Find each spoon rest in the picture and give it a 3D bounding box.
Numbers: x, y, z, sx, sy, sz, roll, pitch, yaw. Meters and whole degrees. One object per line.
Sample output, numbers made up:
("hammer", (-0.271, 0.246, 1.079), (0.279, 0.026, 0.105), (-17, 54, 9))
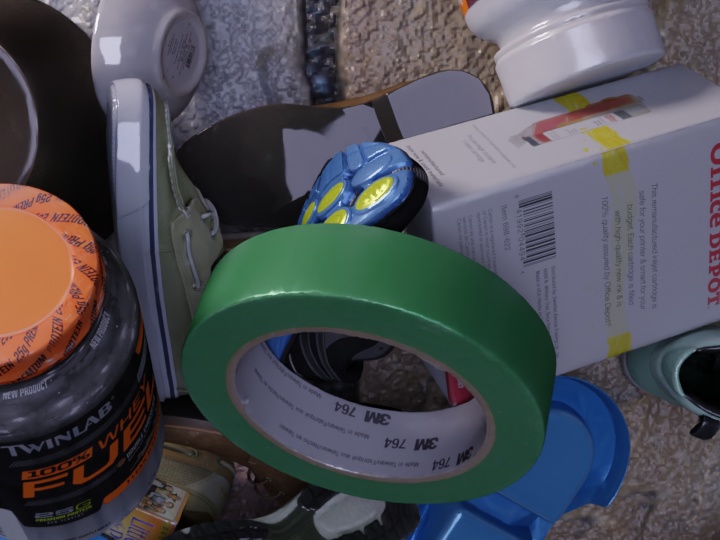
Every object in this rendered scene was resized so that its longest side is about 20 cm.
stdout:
("spoon rest", (-0.118, -0.181, 0.770), (0.060, 0.099, 0.201), (14, 83, 26))

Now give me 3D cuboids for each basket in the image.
("basket", (-0.216, -0.080, 0.715), (0.136, 0.200, 0.181), (-23, 97, 2))

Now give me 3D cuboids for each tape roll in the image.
("tape roll", (0.004, 0.057, 0.679), (0.200, 0.201, 0.048), (19, 54, -3))

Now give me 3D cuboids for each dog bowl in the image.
("dog bowl", (0.089, 0.151, 0.813), (0.111, 0.050, 0.200), (31, 96, -19))

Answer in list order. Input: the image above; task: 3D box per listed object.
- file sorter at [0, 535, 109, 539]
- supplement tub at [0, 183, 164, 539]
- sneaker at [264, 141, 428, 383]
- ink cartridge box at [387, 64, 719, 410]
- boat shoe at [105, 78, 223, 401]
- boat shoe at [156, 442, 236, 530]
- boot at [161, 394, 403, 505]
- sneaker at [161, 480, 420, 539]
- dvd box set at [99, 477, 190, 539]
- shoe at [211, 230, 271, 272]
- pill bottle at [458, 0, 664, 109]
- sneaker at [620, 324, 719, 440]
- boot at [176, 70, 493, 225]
("file sorter", (-0.236, 0.214, 0.748), (0.200, 0.123, 0.139), (32, 137, -11))
("supplement tub", (-0.167, 0.052, 0.634), (0.122, 0.200, 0.123), (1, 59, -2))
("sneaker", (0.000, 0.000, 0.707), (0.082, 0.071, 0.200), (15, 141, -9))
("ink cartridge box", (0.125, -0.022, 0.744), (0.199, 0.083, 0.146), (-16, 124, -12))
("boat shoe", (-0.113, -0.017, 0.739), (0.062, 0.072, 0.201), (-8, 116, -12))
("boat shoe", (-0.181, 0.116, 0.813), (0.200, 0.063, 0.073), (21, 138, 1))
("boot", (-0.058, 0.119, 0.800), (0.199, 0.074, 0.076), (12, 107, -14))
("sneaker", (-0.057, 0.189, 0.753), (0.199, 0.089, 0.077), (-18, 58, -26))
("dvd box set", (-0.215, 0.145, 0.782), (0.199, 0.029, 0.147), (23, 137, -2))
("shoe", (-0.049, 0.002, 0.803), (0.199, 0.053, 0.070), (3, 105, -3))
("pill bottle", (0.102, -0.205, 0.738), (0.114, 0.114, 0.201), (-18, 87, 1))
("sneaker", (0.273, 0.080, 0.785), (0.200, 0.118, 0.074), (10, 95, -4))
("boot", (-0.017, -0.075, 0.781), (0.199, 0.075, 0.074), (-14, 97, 1))
